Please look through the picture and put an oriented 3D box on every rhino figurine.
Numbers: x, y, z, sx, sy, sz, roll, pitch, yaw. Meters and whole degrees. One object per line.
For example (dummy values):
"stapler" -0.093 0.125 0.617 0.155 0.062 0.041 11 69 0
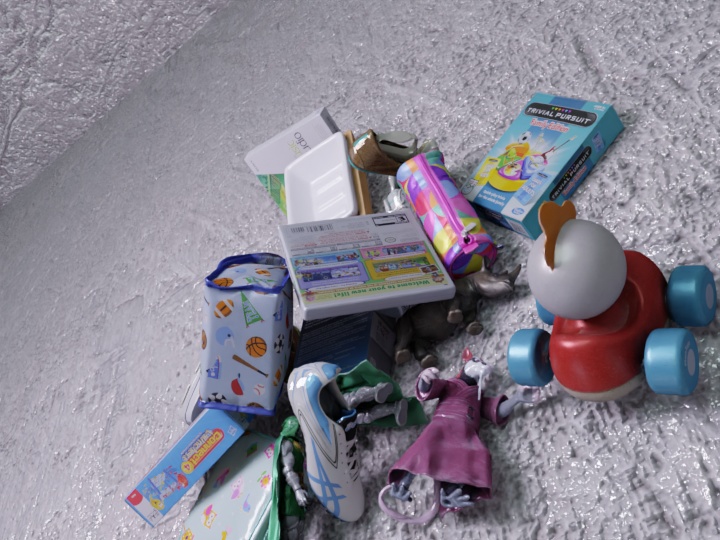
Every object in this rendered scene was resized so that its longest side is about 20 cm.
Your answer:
"rhino figurine" 0.125 0.048 0.936 0.198 0.060 0.088 -36 26 11

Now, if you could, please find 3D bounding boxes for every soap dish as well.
"soap dish" -0.054 -0.125 1.254 0.156 0.081 0.204 -28 52 26

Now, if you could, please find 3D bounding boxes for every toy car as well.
"toy car" 0.229 0.005 0.718 0.182 0.202 0.178 -3 38 42

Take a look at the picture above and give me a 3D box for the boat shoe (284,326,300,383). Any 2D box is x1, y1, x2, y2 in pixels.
"boat shoe" -0.132 0.114 1.145 0.072 0.068 0.199 -50 34 -5

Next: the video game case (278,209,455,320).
"video game case" 0.003 -0.013 0.944 0.195 0.022 0.183 -7 39 -14

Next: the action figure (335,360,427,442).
"action figure" -0.021 0.181 0.930 0.198 0.119 0.055 -23 24 46

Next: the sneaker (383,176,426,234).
"sneaker" 0.066 -0.075 1.107 0.069 0.080 0.203 -25 41 25

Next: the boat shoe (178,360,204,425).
"boat shoe" -0.247 0.169 1.222 0.065 0.072 0.204 6 69 44

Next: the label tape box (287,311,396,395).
"label tape box" -0.021 0.092 1.049 0.142 0.063 0.203 -22 41 31

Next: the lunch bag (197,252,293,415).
"lunch bag" -0.148 0.075 0.967 0.200 0.121 0.174 -73 -10 -76

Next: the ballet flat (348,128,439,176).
"ballet flat" 0.074 -0.173 1.087 0.073 0.197 0.069 -51 42 35

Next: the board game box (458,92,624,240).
"board game box" 0.247 -0.153 1.011 0.201 0.047 0.150 -51 35 -5

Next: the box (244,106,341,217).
"box" -0.106 -0.200 1.358 0.197 0.145 0.037 -23 26 33

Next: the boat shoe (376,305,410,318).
"boat shoe" -0.001 -0.002 1.002 0.197 0.074 0.068 20 56 41

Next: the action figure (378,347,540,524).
"action figure" 0.114 0.180 0.817 0.151 0.131 0.202 106 -173 -47

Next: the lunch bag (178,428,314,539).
"lunch bag" -0.147 0.322 0.950 0.158 0.077 0.203 3 58 47

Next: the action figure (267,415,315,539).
"action figure" -0.083 0.275 0.859 0.053 0.119 0.204 -5 66 5

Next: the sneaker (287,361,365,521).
"sneaker" -0.028 0.206 0.847 0.071 0.204 0.072 -11 13 29

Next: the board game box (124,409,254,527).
"board game box" -0.221 0.238 1.035 0.200 0.056 0.196 -47 3 13

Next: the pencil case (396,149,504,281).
"pencil case" 0.120 -0.080 1.005 0.088 0.088 0.202 -37 53 14
